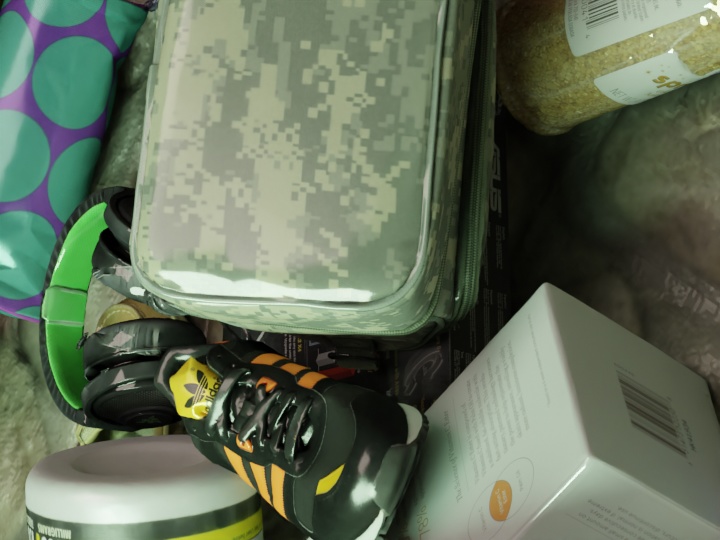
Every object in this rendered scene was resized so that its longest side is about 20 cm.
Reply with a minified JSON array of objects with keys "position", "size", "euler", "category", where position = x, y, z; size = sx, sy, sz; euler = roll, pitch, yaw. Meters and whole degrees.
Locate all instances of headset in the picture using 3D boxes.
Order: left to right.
[{"position":[-0.114,0.018,1.230],"size":[0.200,0.094,0.124],"euler":[1,83,53],"category":"headset"}]

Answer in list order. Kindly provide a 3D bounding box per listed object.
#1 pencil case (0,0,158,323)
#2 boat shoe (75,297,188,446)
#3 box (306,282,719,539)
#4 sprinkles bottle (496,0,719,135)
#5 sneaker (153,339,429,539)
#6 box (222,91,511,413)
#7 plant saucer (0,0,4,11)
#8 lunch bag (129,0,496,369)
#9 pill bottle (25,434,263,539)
[{"position":[-0.184,-0.074,1.401],"size":[0.092,0.085,0.200],"euler":[-77,5,-89],"category":"pencil case"},{"position":[-0.121,0.104,1.300],"size":[0.073,0.063,0.201],"euler":[-19,65,40],"category":"boat shoe"},{"position":[0.061,0.127,1.059],"size":[0.200,0.097,0.124],"euler":[-48,26,24],"category":"box"},{"position":[0.149,-0.118,1.092],"size":[0.200,0.068,0.068],"euler":[-19,65,41],"category":"sprinkles bottle"},{"position":[-0.039,0.070,1.081],"size":[0.070,0.090,0.200],"euler":[-67,17,-1],"category":"sneaker"},{"position":[0.000,0.000,1.220],"size":[0.158,0.050,0.200],"euler":[-17,67,41],"category":"box"},{"position":[-0.232,-0.116,1.426],"size":[0.037,0.200,0.201],"euler":[17,91,4],"category":"plant saucer"},{"position":[-0.009,-0.065,1.098],"size":[0.139,0.168,0.200],"euler":[3,81,12],"category":"lunch bag"},{"position":[-0.099,0.187,1.192],"size":[0.112,0.112,0.200],"euler":[5,102,46],"category":"pill bottle"}]
